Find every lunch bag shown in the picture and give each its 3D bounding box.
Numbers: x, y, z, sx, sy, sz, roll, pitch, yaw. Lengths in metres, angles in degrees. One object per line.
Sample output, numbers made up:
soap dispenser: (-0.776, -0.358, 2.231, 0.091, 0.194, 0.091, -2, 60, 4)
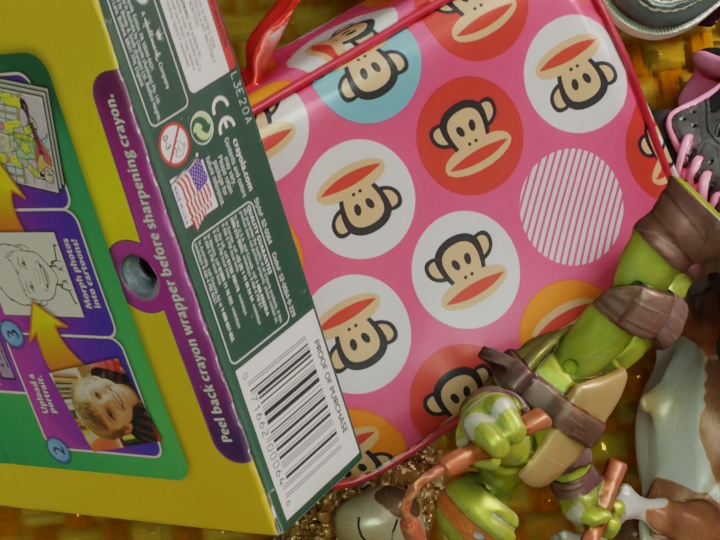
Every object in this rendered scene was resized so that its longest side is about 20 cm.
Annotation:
lunch bag: (0.014, -0.032, 0.764, 0.200, 0.082, 0.176, -28, 106, -12)

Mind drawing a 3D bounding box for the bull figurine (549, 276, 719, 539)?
bull figurine: (0.140, 0.084, 0.850, 0.121, 0.065, 0.200, 10, 75, -36)

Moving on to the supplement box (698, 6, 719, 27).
supplement box: (0.137, -0.217, 0.862, 0.086, 0.110, 0.200, 9, 84, -3)

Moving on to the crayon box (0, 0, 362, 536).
crayon box: (-0.107, -0.012, 0.697, 0.058, 0.173, 0.200, -39, 121, -44)

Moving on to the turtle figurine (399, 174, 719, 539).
turtle figurine: (0.078, 0.045, 0.722, 0.064, 0.200, 0.161, 41, 93, 28)

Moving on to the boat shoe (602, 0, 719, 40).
boat shoe: (0.154, -0.180, 0.773, 0.073, 0.062, 0.200, 34, 83, -1)

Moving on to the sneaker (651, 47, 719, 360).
sneaker: (0.155, -0.030, 0.830, 0.095, 0.200, 0.079, 19, 129, 4)

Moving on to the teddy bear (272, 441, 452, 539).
teddy bear: (-0.008, 0.161, 0.841, 0.145, 0.067, 0.200, 27, 84, -4)
